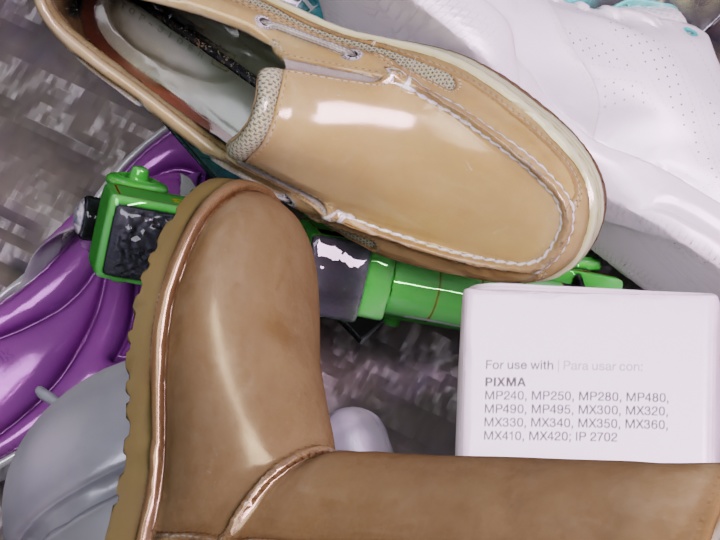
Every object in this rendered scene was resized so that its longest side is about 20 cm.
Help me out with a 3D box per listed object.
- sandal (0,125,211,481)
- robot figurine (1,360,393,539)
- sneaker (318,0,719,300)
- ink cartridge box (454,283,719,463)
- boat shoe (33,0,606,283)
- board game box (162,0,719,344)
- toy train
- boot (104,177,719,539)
[{"bbox_3d":[-0.091,0.009,0.976,0.203,0.050,0.082,-43,75,-6],"label":"sandal"},{"bbox_3d":[-0.052,0.112,0.906,0.169,0.113,0.200,-30,72,18],"label":"robot figurine"},{"bbox_3d":[0.076,-0.070,0.934,0.200,0.075,0.089,37,67,-11],"label":"sneaker"},{"bbox_3d":[0.075,0.117,0.869,0.084,0.145,0.200,1,75,7],"label":"ink cartridge box"},{"bbox_3d":[-0.019,-0.048,0.869,0.200,0.076,0.072,24,105,16],"label":"boat shoe"},{"bbox_3d":[0.030,-0.089,0.963,0.200,0.028,0.135,-42,104,-3],"label":"board game box"},{"bbox_3d":[0.000,0.000,0.926,0.200,0.056,0.042,10,99,-13],"label":"toy train"},{"bbox_3d":[0.023,0.061,0.786,0.200,0.066,0.175,2,80,34],"label":"boot"}]
